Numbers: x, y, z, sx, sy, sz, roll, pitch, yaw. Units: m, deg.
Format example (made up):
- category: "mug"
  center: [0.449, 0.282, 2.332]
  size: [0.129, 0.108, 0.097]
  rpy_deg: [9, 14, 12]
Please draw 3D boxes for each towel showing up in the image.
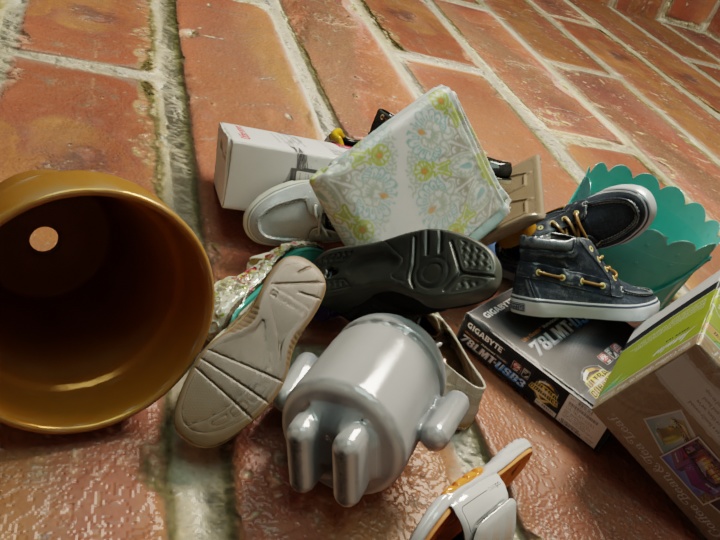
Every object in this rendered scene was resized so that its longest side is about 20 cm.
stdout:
- category: "towel"
  center: [0.060, -0.082, 0.806]
  size: [0.200, 0.172, 0.048]
  rpy_deg: [-39, 20, -17]

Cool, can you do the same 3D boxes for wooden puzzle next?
- category: "wooden puzzle"
  center: [0.154, -0.061, 0.946]
  size: [0.046, 0.184, 0.200]
  rpy_deg: [56, 26, -18]

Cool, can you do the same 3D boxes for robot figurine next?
- category: "robot figurine"
  center: [0.007, 0.111, 0.642]
  size: [0.168, 0.114, 0.200]
  rpy_deg: [15, 31, 20]

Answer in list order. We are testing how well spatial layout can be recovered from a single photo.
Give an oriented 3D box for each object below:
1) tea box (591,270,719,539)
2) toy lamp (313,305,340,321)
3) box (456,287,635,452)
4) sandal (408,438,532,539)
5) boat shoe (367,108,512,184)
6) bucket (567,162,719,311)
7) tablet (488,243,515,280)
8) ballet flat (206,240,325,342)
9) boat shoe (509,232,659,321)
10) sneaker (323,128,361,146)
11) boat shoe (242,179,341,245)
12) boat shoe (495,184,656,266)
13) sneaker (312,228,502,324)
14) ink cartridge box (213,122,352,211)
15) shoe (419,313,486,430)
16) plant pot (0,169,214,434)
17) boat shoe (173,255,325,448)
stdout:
- category: "tea box"
  center: [0.366, 0.137, 0.730]
  size: [0.200, 0.134, 0.196]
  rpy_deg: [48, 40, 5]
- category: "toy lamp"
  center: [0.000, 0.000, 0.849]
  size: [0.058, 0.059, 0.200]
  rpy_deg: [29, 35, 14]
- category: "box"
  center: [0.243, 0.092, 0.855]
  size: [0.198, 0.050, 0.199]
  rpy_deg: [41, 38, 27]
- category: "sandal"
  center: [0.105, 0.200, 0.599]
  size: [0.059, 0.080, 0.206]
  rpy_deg: [35, 34, 27]
- category: "boat shoe"
  center: [0.102, -0.158, 0.946]
  size: [0.200, 0.064, 0.074]
  rpy_deg: [21, 13, 19]
- category: "bucket"
  center: [0.380, -0.042, 1.036]
  size: [0.205, 0.136, 0.208]
  rpy_deg: [14, 33, -9]
- category: "tablet"
  center: [0.218, -0.043, 1.064]
  size: [0.129, 0.014, 0.201]
  rpy_deg: [21, 34, 0]
- category: "ballet flat"
  center: [-0.106, 0.012, 0.767]
  size: [0.063, 0.076, 0.200]
  rpy_deg: [16, 26, 23]
- category: "boat shoe"
  center: [0.266, 0.007, 0.844]
  size: [0.198, 0.092, 0.071]
  rpy_deg: [2, 8, -22]
- category: "sneaker"
  center: [0.035, -0.145, 1.051]
  size: [0.198, 0.083, 0.078]
  rpy_deg: [13, 34, -12]
- category: "boat shoe"
  center: [-0.031, -0.068, 0.830]
  size: [0.199, 0.071, 0.071]
  rpy_deg: [-12, 18, -15]
- category: "boat shoe"
  center: [0.267, -0.047, 0.931]
  size: [0.090, 0.200, 0.071]
  rpy_deg: [-23, 91, -40]
- category: "sneaker"
  center: [0.055, 0.020, 0.714]
  size: [0.114, 0.198, 0.077]
  rpy_deg: [40, 51, -46]
- category: "ink cartridge box"
  center: [-0.080, -0.119, 0.920]
  size: [0.198, 0.084, 0.145]
  rpy_deg: [7, 16, -18]
- category: "shoe"
  center: [0.081, 0.077, 0.784]
  size: [0.069, 0.054, 0.201]
  rpy_deg: [3, 37, -24]
- category: "plant pot"
  center: [-0.248, 0.001, 0.617]
  size: [0.199, 0.202, 0.183]
  rpy_deg: [-5, 24, -32]
- category: "boat shoe"
  center: [-0.096, 0.075, 0.655]
  size: [0.073, 0.063, 0.200]
  rpy_deg: [39, 54, -4]
